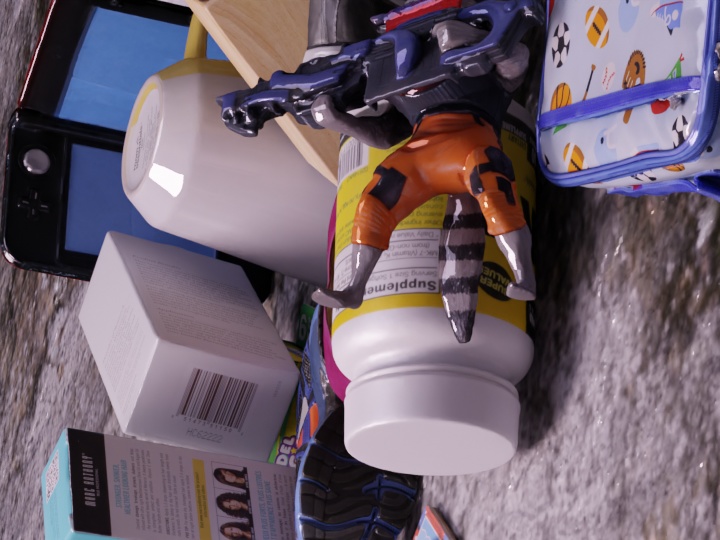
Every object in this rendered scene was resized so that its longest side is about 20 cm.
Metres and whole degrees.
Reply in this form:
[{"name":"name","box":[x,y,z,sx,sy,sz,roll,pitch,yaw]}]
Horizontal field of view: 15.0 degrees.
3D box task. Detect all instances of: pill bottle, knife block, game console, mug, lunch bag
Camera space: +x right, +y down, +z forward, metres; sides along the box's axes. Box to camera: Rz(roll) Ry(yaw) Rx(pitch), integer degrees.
[{"name":"pill bottle","box":[0.041,0.006,1.524,0.114,0.114,0.200,140,137,-59]},{"name":"knife block","box":[-0.072,-0.158,1.667,0.064,0.176,0.200,-137,53,-63]},{"name":"game console","box":[-0.138,-0.083,1.909,0.119,0.200,0.172,134,142,-57]},{"name":"mug","box":[-0.077,-0.082,1.822,0.187,0.153,0.149,-114,40,-57]},{"name":"lunch bag","box":[0.155,-0.112,1.351,0.200,0.076,0.160,171,107,-69]}]

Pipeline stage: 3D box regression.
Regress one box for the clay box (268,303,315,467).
[{"name":"clay box","box":[-0.061,0.123,1.821,0.115,0.048,0.200,-158,79,-69]}]

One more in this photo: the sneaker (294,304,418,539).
[{"name":"sneaker","box":[-0.007,0.109,1.677,0.078,0.075,0.200,116,164,-54]}]

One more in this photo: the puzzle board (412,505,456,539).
[{"name":"puzzle board","box":[0.041,0.243,1.541,0.200,0.017,0.151,-125,50,-62]}]

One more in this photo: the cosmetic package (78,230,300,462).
[{"name":"cosmetic package","box":[-0.116,0.049,1.796,0.200,0.101,0.071,-122,51,-65]}]

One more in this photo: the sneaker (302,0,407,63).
[{"name":"sneaker","box":[0.023,-0.151,1.593,0.066,0.200,0.091,-2,93,25]}]

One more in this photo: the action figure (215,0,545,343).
[{"name":"action figure","box":[0.024,-0.066,1.456,0.200,0.105,0.194,-9,62,32]}]

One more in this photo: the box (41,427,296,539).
[{"name":"box","box":[-0.092,0.157,1.668,0.082,0.200,0.049,-99,29,-43]}]

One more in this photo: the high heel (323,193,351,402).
[{"name":"high heel","box":[0.000,0.000,1.636,0.096,0.067,0.200,60,-155,-51]}]

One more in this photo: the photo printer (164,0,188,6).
[{"name":"photo printer","box":[-0.116,-0.251,2.125,0.166,0.069,0.200,128,147,-50]}]

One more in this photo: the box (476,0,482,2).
[{"name":"box","box":[0.045,-0.219,1.719,0.200,0.051,0.158,122,151,-45]}]
